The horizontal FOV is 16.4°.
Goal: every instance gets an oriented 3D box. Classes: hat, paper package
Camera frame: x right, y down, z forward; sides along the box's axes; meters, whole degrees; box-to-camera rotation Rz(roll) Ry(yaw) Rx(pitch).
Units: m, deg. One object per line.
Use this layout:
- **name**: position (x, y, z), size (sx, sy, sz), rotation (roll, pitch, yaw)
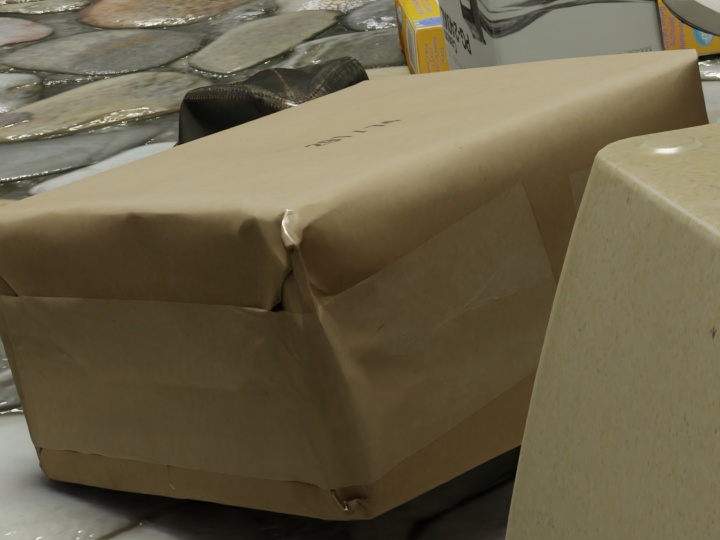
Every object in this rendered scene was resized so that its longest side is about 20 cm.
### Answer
- **hat**: position (-0.028, -0.052, 1.099), size (0.200, 0.081, 0.201), rotation (-5, 18, 1)
- **paper package**: position (0.000, 0.000, 0.854), size (0.200, 0.104, 0.190), rotation (-23, 15, -38)

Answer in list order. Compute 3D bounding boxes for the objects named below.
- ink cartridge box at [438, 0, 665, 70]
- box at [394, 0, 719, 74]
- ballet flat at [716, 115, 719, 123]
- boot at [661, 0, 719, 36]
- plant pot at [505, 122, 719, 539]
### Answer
- **ink cartridge box**: position (0.083, -0.155, 1.194), size (0.083, 0.200, 0.145), rotation (-12, 18, -6)
- **box**: position (0.123, -0.143, 1.405), size (0.200, 0.042, 0.119), rotation (-9, 18, -2)
- **ballet flat**: position (0.180, -0.053, 1.077), size (0.071, 0.069, 0.200), rotation (-18, 7, 26)
- **boot**: position (0.214, -0.116, 1.184), size (0.200, 0.073, 0.090), rotation (1, -29, -23)
- **plant pot**: position (0.140, 0.059, 0.534), size (0.200, 0.177, 0.200), rotation (-9, 18, -12)
